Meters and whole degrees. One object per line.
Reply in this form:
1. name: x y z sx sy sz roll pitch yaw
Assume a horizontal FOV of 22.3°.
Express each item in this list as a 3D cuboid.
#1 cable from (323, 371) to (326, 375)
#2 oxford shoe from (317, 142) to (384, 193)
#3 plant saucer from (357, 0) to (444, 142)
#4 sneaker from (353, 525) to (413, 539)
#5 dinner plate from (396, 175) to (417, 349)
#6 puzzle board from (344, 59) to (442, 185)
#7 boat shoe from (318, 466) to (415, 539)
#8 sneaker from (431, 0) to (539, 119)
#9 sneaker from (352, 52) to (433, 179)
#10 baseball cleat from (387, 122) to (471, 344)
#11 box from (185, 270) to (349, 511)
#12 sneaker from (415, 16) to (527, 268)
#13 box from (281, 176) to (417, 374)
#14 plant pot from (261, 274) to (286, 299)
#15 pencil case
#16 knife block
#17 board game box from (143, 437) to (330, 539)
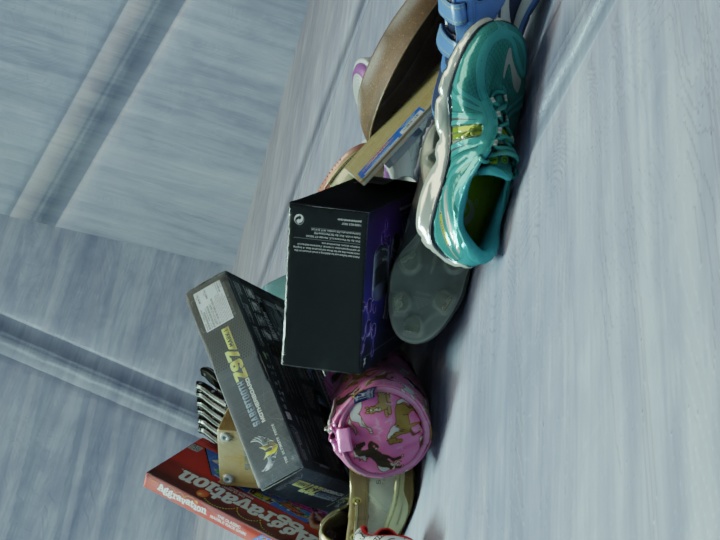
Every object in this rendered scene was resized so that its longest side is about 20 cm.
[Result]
1. cable: -0.037 0.083 1.754 0.050 0.199 0.097 -48 -13 -38
2. oxford shoe: -0.007 -0.036 1.829 0.074 0.070 0.201 50 138 36
3. plant saucer: 0.050 -0.209 1.751 0.201 0.037 0.201 -54 -11 -16
4. sneaker: 0.006 0.274 1.514 0.201 0.067 0.109 132 151 -68
5. dinner plate: 0.033 0.007 1.806 0.200 0.024 0.202 -170 90 -72
6. puzzle board: 0.064 -0.154 1.636 0.200 0.017 0.151 -48 10 2
7. boat shoe: -0.005 0.239 1.639 0.074 0.066 0.201 -88 13 -53
8. sneaker: 0.093 -0.211 1.499 0.074 0.082 0.201 48 122 56
9. sneaker: 0.049 -0.149 1.901 0.075 0.099 0.201 51 159 37
10. baseball cleat: 0.072 -0.032 1.589 0.106 0.069 0.202 47 -123 -81
11. box: -0.073 0.111 1.651 0.158 0.051 0.201 29 -145 -64
12. sneaker: 0.104 -0.100 1.462 0.080 0.077 0.202 23 106 62
13. box: 0.000 0.000 1.613 0.200 0.078 0.143 -29 -54 -69
14. plant pot: -0.049 0.075 1.969 0.200 0.134 0.202 -167 90 -82
15. pencil case: 0.013 0.117 1.611 0.083 0.086 0.200 -48 9 7
16. knife block: -0.074 0.146 1.816 0.176 0.198 0.065 -65 -23 -60
17. board game box: -0.101 0.226 1.767 0.103 0.199 0.020 -30 -41 -57
